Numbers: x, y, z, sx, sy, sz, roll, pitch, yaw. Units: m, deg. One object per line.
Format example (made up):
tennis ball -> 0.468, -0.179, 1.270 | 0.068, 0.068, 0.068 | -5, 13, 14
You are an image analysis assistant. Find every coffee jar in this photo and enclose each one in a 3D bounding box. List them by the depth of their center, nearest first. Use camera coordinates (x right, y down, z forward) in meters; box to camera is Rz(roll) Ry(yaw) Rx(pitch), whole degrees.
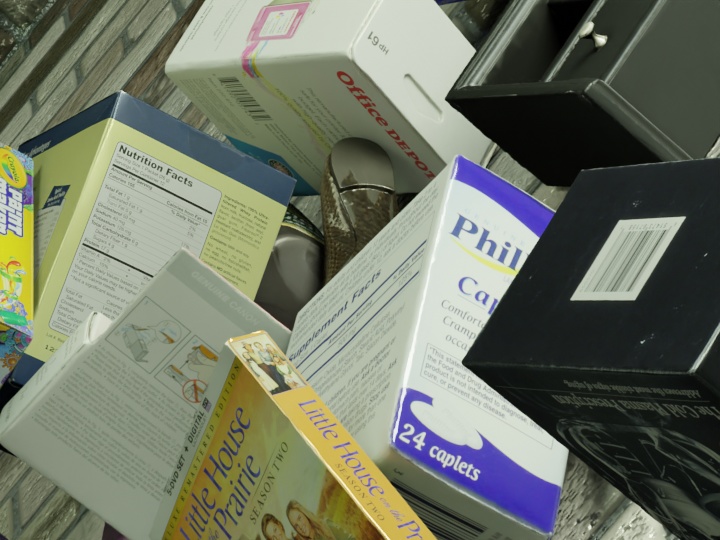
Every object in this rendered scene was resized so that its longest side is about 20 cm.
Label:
coffee jar -> -0.059, 0.003, 1.834 | 0.086, 0.104, 0.200 | -53, 19, 4

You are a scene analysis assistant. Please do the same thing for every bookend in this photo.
bookend -> 0.173, -0.153, 1.575 | 0.199, 0.092, 0.200 | -55, 19, -10

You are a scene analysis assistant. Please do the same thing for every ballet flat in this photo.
ballet flat -> 0.000, 0.000, 1.724 | 0.046, 0.067, 0.201 | 113, 158, -47

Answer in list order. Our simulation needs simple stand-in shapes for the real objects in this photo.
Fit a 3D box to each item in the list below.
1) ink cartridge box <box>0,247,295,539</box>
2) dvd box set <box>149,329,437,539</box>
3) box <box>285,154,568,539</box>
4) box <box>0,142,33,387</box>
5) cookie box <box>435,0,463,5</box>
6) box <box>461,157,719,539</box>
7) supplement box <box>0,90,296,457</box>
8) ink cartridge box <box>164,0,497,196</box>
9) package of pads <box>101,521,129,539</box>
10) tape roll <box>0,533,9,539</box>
ink cartridge box -> -0.085, 0.093, 1.573 | 0.174, 0.200, 0.044 | -45, 18, 20
dvd box set -> -0.024, 0.149, 1.315 | 0.200, 0.029, 0.147 | 50, 134, 30
box -> 0.030, 0.077, 1.416 | 0.184, 0.104, 0.201 | -44, 24, 47
box -> -0.301, 0.029, 1.669 | 0.193, 0.121, 0.201 | -53, 25, 26
cookie box -> 0.051, -0.235, 1.880 | 0.199, 0.076, 0.171 | -14, -3, -31
box -> 0.171, 0.050, 1.054 | 0.104, 0.182, 0.200 | -57, 18, -13
supplement box -> -0.167, 0.017, 1.725 | 0.200, 0.134, 0.201 | -17, 50, 62
ink cartridge box -> -0.013, -0.126, 1.822 | 0.199, 0.145, 0.085 | 2, 54, 49
package of pads -> -0.109, 0.137, 1.750 | 0.120, 0.076, 0.200 | -43, 20, 20
tape roll -> -0.277, 0.214, 1.813 | 0.066, 0.200, 0.200 | -52, 18, 0
